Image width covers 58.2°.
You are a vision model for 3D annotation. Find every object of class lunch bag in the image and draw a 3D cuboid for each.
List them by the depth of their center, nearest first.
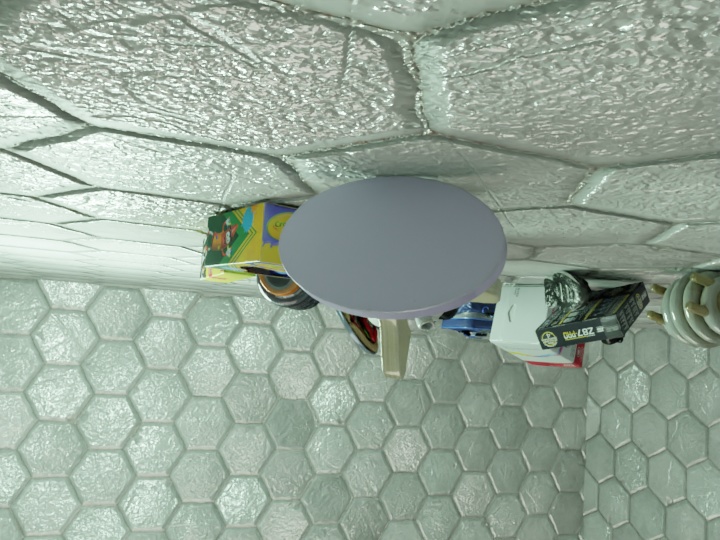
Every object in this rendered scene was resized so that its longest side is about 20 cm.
[{"bbox_3d":[0.297,0.108,1.658,0.135,0.133,0.200,5,175,-14],"label":"lunch bag"}]

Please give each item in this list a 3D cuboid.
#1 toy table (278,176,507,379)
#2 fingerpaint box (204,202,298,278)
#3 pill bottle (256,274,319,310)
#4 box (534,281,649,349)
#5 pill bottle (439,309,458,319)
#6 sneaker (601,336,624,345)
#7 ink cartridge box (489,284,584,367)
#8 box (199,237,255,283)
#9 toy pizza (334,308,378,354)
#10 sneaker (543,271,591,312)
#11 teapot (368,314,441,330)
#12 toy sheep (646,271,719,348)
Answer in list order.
[{"bbox_3d":[0.036,-0.002,0.601,0.199,0.185,0.117,15,163,22],"label":"toy table"},{"bbox_3d":[-0.076,-0.028,0.840,0.199,0.074,0.167,8,173,-35],"label":"fingerpaint box"},{"bbox_3d":[-0.121,0.014,1.140,0.106,0.107,0.200,3,175,5],"label":"pill bottle"},{"bbox_3d":[0.451,0.085,1.255,0.161,0.049,0.200,-19,-175,39],"label":"box"},{"bbox_3d":[0.119,0.065,1.457,0.112,0.112,0.199,9,173,-44],"label":"pill bottle"},{"bbox_3d":[0.554,0.107,1.428,0.069,0.100,0.200,-6,-168,33],"label":"sneaker"},{"bbox_3d":[0.431,0.135,1.554,0.144,0.146,0.200,-3,157,46],"label":"ink cartridge box"},{"bbox_3d":[-0.206,-0.022,1.003,0.050,0.076,0.200,7,175,-24],"label":"box"},{"bbox_3d":[-0.010,0.053,1.143,0.032,0.201,0.200,-27,167,11],"label":"toy pizza"},{"bbox_3d":[0.404,0.036,1.231,0.079,0.074,0.200,-6,180,5],"label":"sneaker"},{"bbox_3d":[0.065,0.036,1.026,0.197,0.147,0.200,1,175,30],"label":"teapot"},{"bbox_3d":[0.557,0.064,1.066,0.137,0.139,0.200,5,170,-14],"label":"toy sheep"}]
